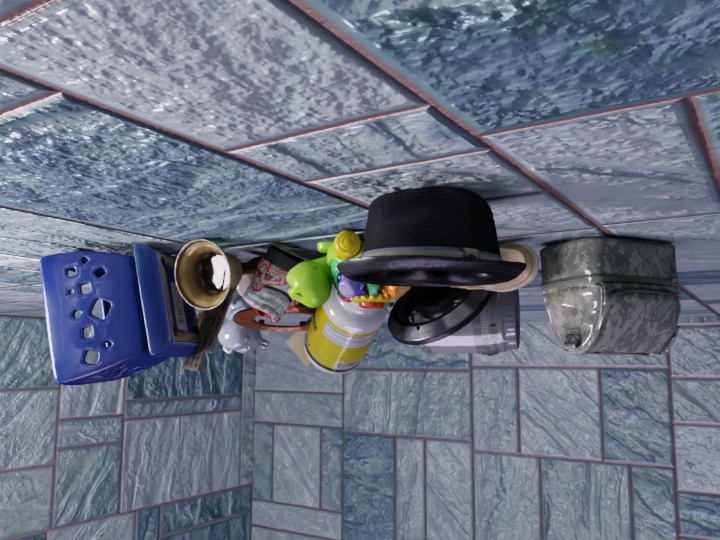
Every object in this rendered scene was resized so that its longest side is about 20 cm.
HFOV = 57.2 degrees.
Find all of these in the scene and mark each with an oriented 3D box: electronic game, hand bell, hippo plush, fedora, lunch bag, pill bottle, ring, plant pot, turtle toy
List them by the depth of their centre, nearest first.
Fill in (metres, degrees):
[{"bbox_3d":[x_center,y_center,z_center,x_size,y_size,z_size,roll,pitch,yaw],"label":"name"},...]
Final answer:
[{"bbox_3d":[0.074,-0.035,0.698,0.198,0.093,0.201,0,172,0],"label":"fedora"},{"bbox_3d":[-0.007,0.004,0.951,0.198,0.102,0.146,1,172,-2],"label":"turtle toy"},{"bbox_3d":[0.379,0.045,0.991,0.198,0.170,0.139,4,172,-30],"label":"lunch bag"},{"bbox_3d":[-0.193,-0.003,1.061,0.103,0.105,0.200,-3,-176,25],"label":"hand bell"},{"bbox_3d":[-0.372,0.067,1.065,0.178,0.202,0.200,-12,171,2],"label":"plant pot"},{"bbox_3d":[-0.020,0.077,1.100,0.110,0.112,0.201,3,140,-21],"label":"pill bottle"},{"bbox_3d":[0.135,0.052,1.124,0.199,0.042,0.200,-28,-156,14],"label":"electronic game"},{"bbox_3d":[-0.138,0.086,1.235,0.198,0.019,0.201,-1,162,0],"label":"ring"},{"bbox_3d":[-0.277,0.097,1.420,0.158,0.163,0.200,-1,172,4],"label":"hippo plush"}]

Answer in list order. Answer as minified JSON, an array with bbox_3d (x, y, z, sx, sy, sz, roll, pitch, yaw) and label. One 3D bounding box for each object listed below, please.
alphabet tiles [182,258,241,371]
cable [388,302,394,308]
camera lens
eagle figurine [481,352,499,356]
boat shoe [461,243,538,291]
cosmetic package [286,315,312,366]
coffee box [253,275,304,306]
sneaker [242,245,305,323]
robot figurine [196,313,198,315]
[{"bbox_3d":[-0.260,0.077,1.149,0.006,0.202,0.166,25,165,-24],"label":"alphabet tiles"},{"bbox_3d":[0.050,0.063,1.259,0.050,0.097,0.200,39,-173,15],"label":"cable"},{"bbox_3d":[0.203,0.079,1.277,0.198,0.162,0.160,-2,172,17],"label":"camera lens"},{"bbox_3d":[0.232,0.103,1.432,0.198,0.153,0.151,-5,-170,22],"label":"eagle figurine"},{"bbox_3d":[0.177,-0.002,1.009,0.069,0.075,0.199,-1,175,-37],"label":"boat shoe"},{"bbox_3d":[-0.055,0.103,1.356,0.200,0.071,0.105,-46,173,39],"label":"cosmetic package"},{"bbox_3d":[-0.144,0.041,1.304,0.112,0.081,0.200,0,172,0],"label":"coffee box"},{"bbox_3d":[-0.118,0.034,1.087,0.067,0.108,0.201,32,-179,25],"label":"sneaker"},{"bbox_3d":[-0.600,0.166,2.105,0.174,0.117,0.200,-1,172,-8],"label":"robot figurine"}]
